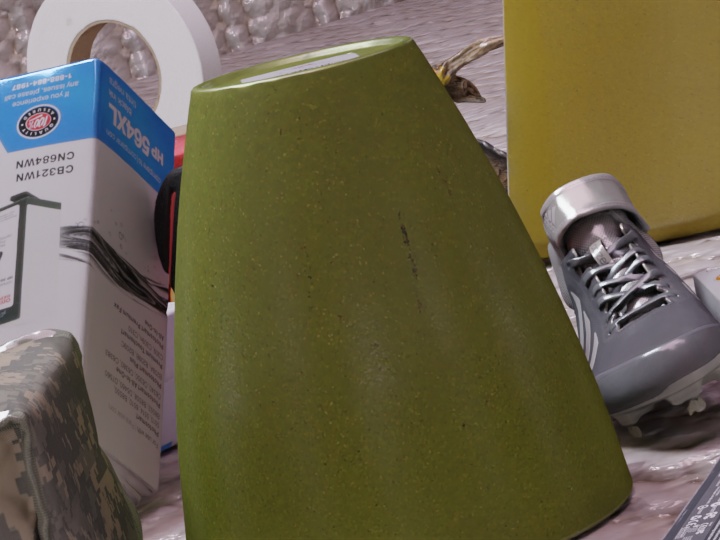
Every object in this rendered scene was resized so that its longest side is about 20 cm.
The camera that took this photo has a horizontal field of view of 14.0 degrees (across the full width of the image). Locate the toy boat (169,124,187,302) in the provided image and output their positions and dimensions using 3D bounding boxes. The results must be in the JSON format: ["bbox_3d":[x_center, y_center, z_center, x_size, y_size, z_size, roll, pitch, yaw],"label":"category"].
[{"bbox_3d":[-0.110,-0.008,1.819,0.200,0.131,0.131,-16,38,-17],"label":"toy boat"}]

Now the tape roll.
[{"bbox_3d":[-0.221,-0.185,2.724,0.203,0.203,0.037,-7,10,33],"label":"tape roll"}]

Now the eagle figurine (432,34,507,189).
[{"bbox_3d":[0.042,-0.082,2.061,0.152,0.151,0.200,-51,29,25],"label":"eagle figurine"}]

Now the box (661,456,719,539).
[{"bbox_3d":[0.185,0.086,0.958,0.161,0.049,0.200,-11,9,20],"label":"box"}]

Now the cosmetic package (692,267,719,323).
[{"bbox_3d":[0.259,0.007,1.337,0.200,0.051,0.083,-13,8,-2],"label":"cosmetic package"}]

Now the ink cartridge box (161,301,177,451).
[{"bbox_3d":[-0.184,0.068,1.528,0.200,0.068,0.116,-7,11,36],"label":"ink cartridge box"}]

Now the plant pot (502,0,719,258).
[{"bbox_3d":[0.202,-0.120,1.806,0.176,0.200,0.200,3,14,19],"label":"plant pot"}]

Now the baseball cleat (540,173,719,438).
[{"bbox_3d":[0.115,0.012,1.331,0.070,0.106,0.200,-27,4,-1],"label":"baseball cleat"}]

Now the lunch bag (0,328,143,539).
[{"bbox_3d":[-0.200,0.110,1.155,0.200,0.118,0.164,-18,9,5],"label":"lunch bag"}]

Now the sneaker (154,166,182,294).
[{"bbox_3d":[-0.010,-0.003,1.361,0.200,0.074,0.087,16,13,37],"label":"sneaker"}]

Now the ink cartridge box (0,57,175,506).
[{"bbox_3d":[-0.173,0.015,1.399,0.146,0.200,0.084,-11,-31,20],"label":"ink cartridge box"}]

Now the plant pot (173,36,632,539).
[{"bbox_3d":[0.000,0.012,1.193,0.187,0.200,0.187,-12,9,2],"label":"plant pot"}]
